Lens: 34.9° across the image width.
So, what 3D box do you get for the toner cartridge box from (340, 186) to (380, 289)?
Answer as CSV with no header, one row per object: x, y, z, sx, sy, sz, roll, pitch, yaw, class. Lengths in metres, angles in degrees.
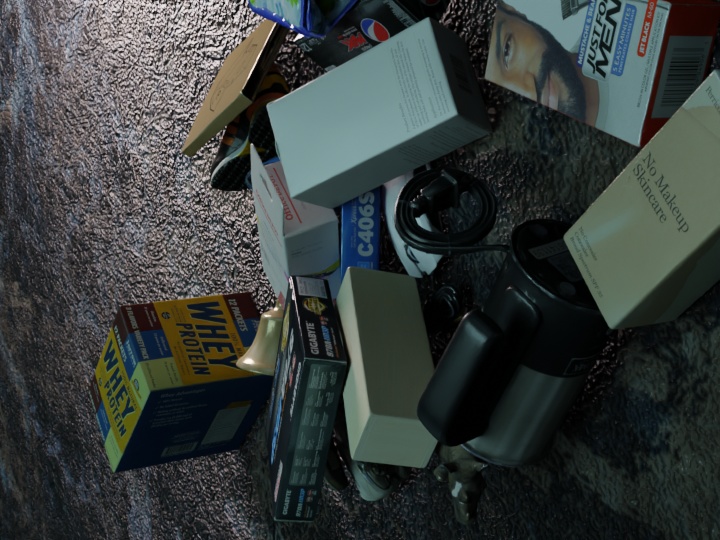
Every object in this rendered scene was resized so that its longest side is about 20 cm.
0.000,0.000,1.255,0.095,0.042,0.204,-77,-12,-80,toner cartridge box

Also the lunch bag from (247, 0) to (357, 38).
-0.044,-0.348,1.183,0.170,0.126,0.203,38,106,58,lunch bag

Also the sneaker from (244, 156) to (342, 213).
-0.070,-0.103,1.361,0.199,0.077,0.067,9,101,56,sneaker

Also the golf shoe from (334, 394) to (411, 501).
-0.014,0.172,1.319,0.202,0.077,0.098,68,150,26,golf shoe

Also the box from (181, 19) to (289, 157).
-0.152,-0.242,1.440,0.199,0.021,0.165,-26,37,56,box

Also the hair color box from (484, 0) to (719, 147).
0.191,-0.185,0.941,0.200,0.063,0.113,37,126,51,hair color box

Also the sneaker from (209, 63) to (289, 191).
-0.142,-0.183,1.483,0.200,0.069,0.091,-48,44,48,sneaker

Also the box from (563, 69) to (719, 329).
0.248,-0.050,0.854,0.201,0.077,0.096,-56,49,46,box

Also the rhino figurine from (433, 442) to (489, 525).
0.097,0.162,1.075,0.201,0.059,0.089,-81,-6,-59,rhino figurine

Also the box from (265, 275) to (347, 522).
-0.060,0.132,1.191,0.160,0.045,0.203,-106,24,-59,box

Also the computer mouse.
0.054,-0.031,1.202,0.109,0.043,0.203,-29,70,57,computer mouse

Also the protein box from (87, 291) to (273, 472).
-0.243,0.152,1.563,0.136,0.196,0.201,63,141,30,protein box

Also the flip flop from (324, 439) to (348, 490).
-0.058,0.215,1.347,0.200,0.057,0.082,-161,51,-78,flip flop

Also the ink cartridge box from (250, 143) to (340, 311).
-0.071,-0.043,1.286,0.202,0.067,0.117,88,159,-48,ink cartridge box

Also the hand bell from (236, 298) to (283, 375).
-0.091,0.024,1.420,0.104,0.103,0.204,12,95,57,hand bell

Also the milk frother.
0.108,0.037,1.005,0.201,0.178,0.190,60,139,41,milk frother

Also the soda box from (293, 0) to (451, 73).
0.013,-0.266,1.191,0.199,0.063,0.071,-7,48,58,soda box

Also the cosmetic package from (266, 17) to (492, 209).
0.016,-0.150,1.130,0.198,0.084,0.109,-23,73,28,cosmetic package

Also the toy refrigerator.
0.023,0.092,1.110,0.202,0.075,0.071,-100,24,-49,toy refrigerator
